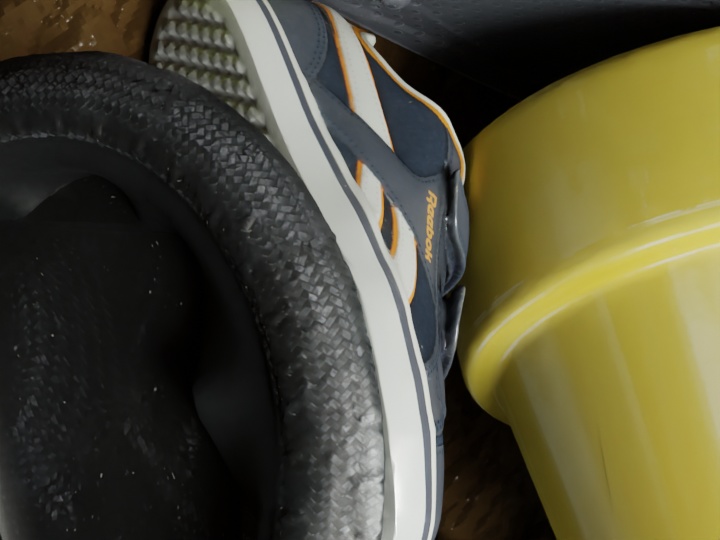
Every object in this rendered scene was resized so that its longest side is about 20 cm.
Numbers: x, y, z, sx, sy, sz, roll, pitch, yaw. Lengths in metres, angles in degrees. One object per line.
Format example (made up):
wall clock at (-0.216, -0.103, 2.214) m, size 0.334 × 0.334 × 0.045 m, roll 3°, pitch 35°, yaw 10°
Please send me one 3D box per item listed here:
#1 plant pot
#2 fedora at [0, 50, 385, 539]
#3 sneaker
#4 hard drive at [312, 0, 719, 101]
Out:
plant pot at (0.134, 0.050, 0.717) m, size 0.200 × 0.201 × 0.190 m, roll 9°, pitch 61°, yaw -34°
fedora at (-0.064, 0.043, 0.613) m, size 0.092 × 0.200 × 0.202 m, roll -7°, pitch 117°, yaw -68°
sneaker at (0.000, 0.000, 0.688) m, size 0.079 × 0.078 × 0.201 m, roll 2°, pitch 63°, yaw -39°
hard drive at (0.088, -0.087, 0.736) m, size 0.199 × 0.134 × 0.043 m, roll 20°, pitch 72°, yaw -37°
